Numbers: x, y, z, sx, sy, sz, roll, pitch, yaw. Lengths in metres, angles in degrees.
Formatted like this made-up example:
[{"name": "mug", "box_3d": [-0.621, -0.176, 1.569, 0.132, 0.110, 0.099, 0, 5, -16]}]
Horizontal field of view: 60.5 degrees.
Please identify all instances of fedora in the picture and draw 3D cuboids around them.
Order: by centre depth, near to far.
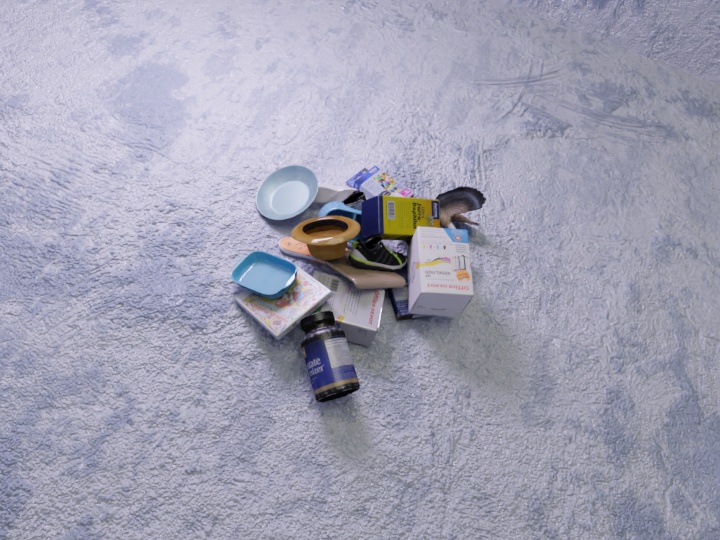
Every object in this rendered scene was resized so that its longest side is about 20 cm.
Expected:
[{"name": "fedora", "box_3d": [-0.092, -0.083, 1.675, 0.199, 0.082, 0.201, -6, 26, 3]}]

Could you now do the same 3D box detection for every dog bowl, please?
[{"name": "dog bowl", "box_3d": [-0.027, -0.132, 1.803, 0.199, 0.112, 0.050, 13, 15, -10]}]

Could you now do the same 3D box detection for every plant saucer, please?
[{"name": "plant saucer", "box_3d": [-0.215, -0.226, 1.851, 0.200, 0.039, 0.202, -8, 59, 14]}]

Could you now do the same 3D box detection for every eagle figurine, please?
[{"name": "eagle figurine", "box_3d": [0.275, -0.171, 1.916, 0.199, 0.152, 0.152, -28, 106, -16]}]

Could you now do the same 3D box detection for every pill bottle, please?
[{"name": "pill bottle", "box_3d": [-0.080, 0.206, 1.491, 0.111, 0.112, 0.201, -10, 72, -23]}]

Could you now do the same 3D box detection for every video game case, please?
[{"name": "video game case", "box_3d": [-0.200, 0.068, 1.588, 0.182, 0.023, 0.200, -39, 49, -20]}]

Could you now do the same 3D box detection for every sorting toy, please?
[{"name": "sorting toy", "box_3d": [0.000, 0.000, 1.705, 0.184, 0.037, 0.200, -1, 27, -40]}]

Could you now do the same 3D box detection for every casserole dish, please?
[{"name": "casserole dish", "box_3d": [-0.249, 0.015, 1.613, 0.199, 0.039, 0.121, 20, 55, 32]}]

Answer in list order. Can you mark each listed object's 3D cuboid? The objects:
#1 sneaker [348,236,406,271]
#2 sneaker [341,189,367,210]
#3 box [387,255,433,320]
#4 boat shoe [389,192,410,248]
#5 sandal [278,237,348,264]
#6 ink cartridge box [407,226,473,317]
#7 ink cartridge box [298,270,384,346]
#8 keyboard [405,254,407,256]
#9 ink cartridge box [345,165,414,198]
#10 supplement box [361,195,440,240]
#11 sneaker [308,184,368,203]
[{"name": "sneaker", "box_3d": [0.058, -0.050, 1.708, 0.199, 0.083, 0.072, 1, 27, -39]}, {"name": "sneaker", "box_3d": [0.027, -0.184, 1.866, 0.199, 0.116, 0.076, -5, 52, -20]}, {"name": "box", "box_3d": [0.136, 0.046, 1.760, 0.120, 0.032, 0.201, -6, 56, -15]}, {"name": "boat shoe", "box_3d": [0.125, -0.135, 1.862, 0.086, 0.075, 0.203, -26, 88, -35]}, {"name": "sandal", "box_3d": [-0.130, -0.068, 1.765, 0.205, 0.059, 0.079, 9, 50, -9]}, {"name": "ink cartridge box", "box_3d": [0.213, 0.006, 1.679, 0.146, 0.145, 0.201, 4, 63, -8]}, {"name": "ink cartridge box", "box_3d": [-0.047, 0.102, 1.634, 0.199, 0.084, 0.145, 15, 49, -2]}, {"name": "keyboard", "box_3d": [0.198, 0.022, 1.821, 0.056, 0.011, 0.200, -26, 63, -37]}, {"name": "ink cartridge box", "box_3d": [0.063, -0.268, 1.998, 0.200, 0.042, 0.119, 35, 51, 15]}, {"name": "supplement box", "box_3d": [0.114, -0.145, 1.753, 0.199, 0.109, 0.110, 1, 85, -26]}, {"name": "sneaker", "box_3d": [-0.069, -0.236, 1.921, 0.199, 0.076, 0.089, 13, 18, -17]}]
